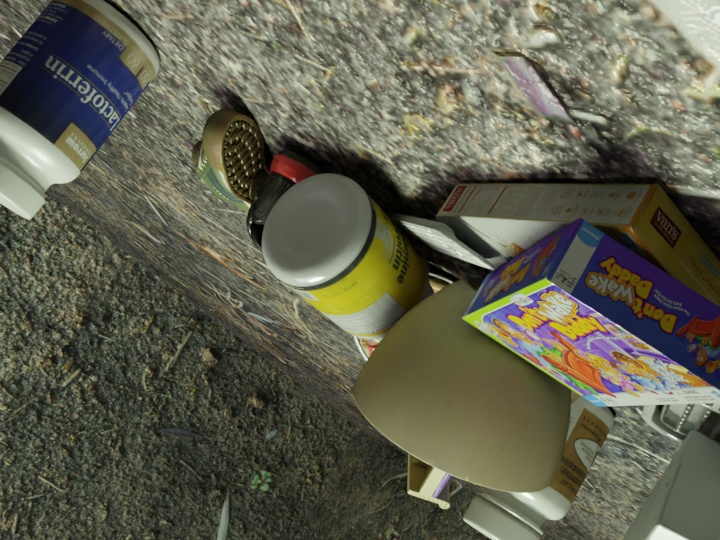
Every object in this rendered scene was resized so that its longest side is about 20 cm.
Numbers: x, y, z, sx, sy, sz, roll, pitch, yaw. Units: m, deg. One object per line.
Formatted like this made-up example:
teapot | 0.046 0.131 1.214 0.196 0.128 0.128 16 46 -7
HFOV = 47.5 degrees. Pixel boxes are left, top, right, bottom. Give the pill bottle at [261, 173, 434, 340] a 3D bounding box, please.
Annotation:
pill bottle | 0.000 0.000 0.796 0.112 0.112 0.200 23 168 36

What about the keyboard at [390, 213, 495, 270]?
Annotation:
keyboard | 0.066 -0.027 0.710 0.056 0.011 0.200 40 180 -10

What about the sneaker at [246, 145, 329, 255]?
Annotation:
sneaker | -0.075 -0.051 0.867 0.071 0.098 0.200 29 168 8

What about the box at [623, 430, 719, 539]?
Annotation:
box | 0.311 0.262 0.706 0.152 0.106 0.200 26 140 18

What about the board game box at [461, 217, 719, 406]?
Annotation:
board game box | 0.160 0.039 0.569 0.134 0.045 0.200 33 168 0

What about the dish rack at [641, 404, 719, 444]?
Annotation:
dish rack | 0.327 0.130 0.682 0.171 0.044 0.200 27 165 24

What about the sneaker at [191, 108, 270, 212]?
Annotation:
sneaker | -0.145 -0.114 0.862 0.090 0.067 0.200 24 168 16

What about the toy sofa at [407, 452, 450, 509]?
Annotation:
toy sofa | 0.144 0.230 1.122 0.097 0.200 0.083 20 -150 -8

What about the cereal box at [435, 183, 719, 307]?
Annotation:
cereal box | 0.163 -0.006 0.590 0.144 0.040 0.200 40 165 -26

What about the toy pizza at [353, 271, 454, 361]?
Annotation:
toy pizza | 0.074 0.086 0.934 0.200 0.032 0.201 17 130 20

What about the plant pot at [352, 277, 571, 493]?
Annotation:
plant pot | 0.109 0.085 0.739 0.200 0.135 0.200 20 -166 -5

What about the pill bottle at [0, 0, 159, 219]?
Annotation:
pill bottle | -0.292 -0.156 0.774 0.116 0.200 0.116 31 167 8

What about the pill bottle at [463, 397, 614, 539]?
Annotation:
pill bottle | 0.211 0.235 0.983 0.114 0.200 0.114 31 167 8

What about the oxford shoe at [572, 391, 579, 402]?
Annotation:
oxford shoe | 0.206 0.113 0.838 0.071 0.073 0.200 29 166 18
